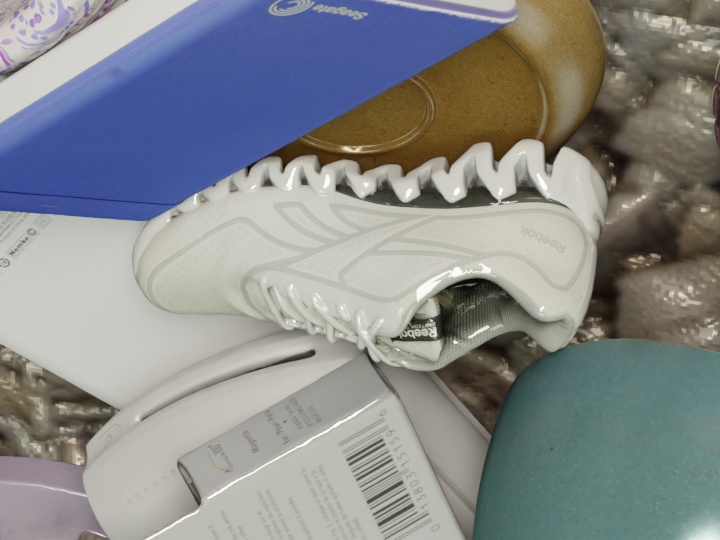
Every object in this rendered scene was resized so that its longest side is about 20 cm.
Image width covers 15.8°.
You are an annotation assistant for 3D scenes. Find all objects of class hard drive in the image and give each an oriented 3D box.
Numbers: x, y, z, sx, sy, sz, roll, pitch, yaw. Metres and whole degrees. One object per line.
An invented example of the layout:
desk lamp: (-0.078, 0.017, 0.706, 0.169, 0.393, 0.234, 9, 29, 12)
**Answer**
hard drive: (-0.058, -0.068, 0.944, 0.199, 0.026, 0.132, -26, 161, 38)
hard drive: (-0.111, -0.004, 1.126, 0.199, 0.026, 0.132, 31, 128, -24)

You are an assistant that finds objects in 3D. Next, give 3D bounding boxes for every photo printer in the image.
photo printer: (-0.014, 0.109, 1.161, 0.166, 0.070, 0.200, -23, 129, 24)

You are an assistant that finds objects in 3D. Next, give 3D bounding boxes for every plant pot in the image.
plant pot: (0.123, 0.142, 1.021, 0.199, 0.135, 0.201, 21, 149, 13)
plant pot: (-0.002, -0.073, 1.023, 0.199, 0.028, 0.200, 1, 149, 1)

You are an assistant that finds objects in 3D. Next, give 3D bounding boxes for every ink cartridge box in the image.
ink cartridge box: (-0.030, 0.160, 1.078, 0.173, 0.044, 0.201, -28, 120, -6)

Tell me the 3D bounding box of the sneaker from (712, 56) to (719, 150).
sneaker: (0.177, -0.001, 1.025, 0.075, 0.116, 0.201, -1, 126, 14)

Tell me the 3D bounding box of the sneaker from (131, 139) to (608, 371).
sneaker: (0.000, 0.000, 1.042, 0.199, 0.081, 0.075, -6, 150, 16)

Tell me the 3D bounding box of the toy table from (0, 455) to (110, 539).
toy table: (-0.140, 0.179, 1.237, 0.199, 0.117, 0.185, 11, 128, 6)

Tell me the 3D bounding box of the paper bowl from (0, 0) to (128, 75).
paper bowl: (-0.137, -0.175, 0.951, 0.200, 0.104, 0.202, 8, 107, 29)
